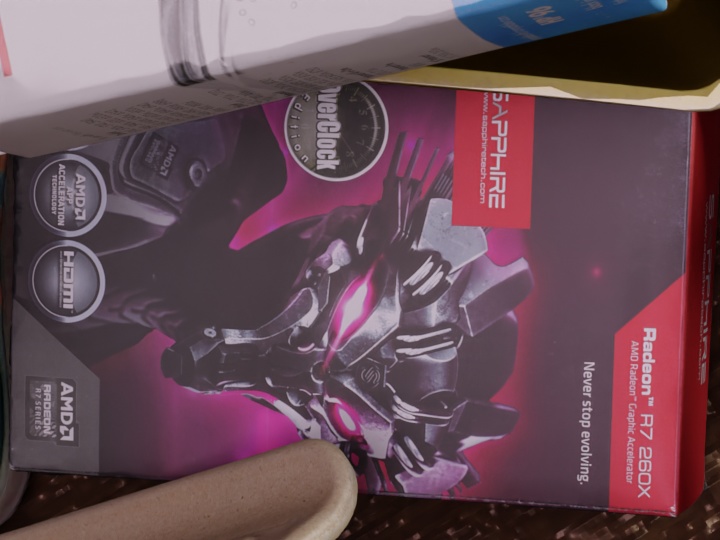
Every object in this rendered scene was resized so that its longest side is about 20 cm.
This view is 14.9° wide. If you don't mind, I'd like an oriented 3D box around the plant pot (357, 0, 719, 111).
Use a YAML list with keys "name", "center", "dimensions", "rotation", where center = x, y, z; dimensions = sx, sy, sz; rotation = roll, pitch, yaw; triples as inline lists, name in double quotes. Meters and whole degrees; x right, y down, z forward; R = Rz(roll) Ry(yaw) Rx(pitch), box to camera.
- name: "plant pot"
  center: [0.019, -0.143, 0.723]
  dimensions: [0.199, 0.176, 0.201]
  rotation: [6, 90, 12]

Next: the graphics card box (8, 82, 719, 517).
- name: "graphics card box"
  center: [0.000, 0.000, 0.785]
  dimensions: [0.199, 0.051, 0.126]
  rotation: [4, 97, 13]

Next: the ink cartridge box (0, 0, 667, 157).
- name: "ink cartridge box"
  center: [-0.043, -0.094, 0.611]
  dimensions: [0.199, 0.068, 0.116]
  rotation: [-13, 87, 12]

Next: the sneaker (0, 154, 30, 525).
- name: "sneaker"
  center: [-0.140, -0.019, 0.803]
  dimensions: [0.071, 0.080, 0.201]
  rotation: [-12, 84, 12]

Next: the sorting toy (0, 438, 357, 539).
- name: "sorting toy"
  center: [-0.109, 0.124, 0.715]
  dimensions: [0.185, 0.200, 0.037]
  rotation: [-20, 105, 42]
